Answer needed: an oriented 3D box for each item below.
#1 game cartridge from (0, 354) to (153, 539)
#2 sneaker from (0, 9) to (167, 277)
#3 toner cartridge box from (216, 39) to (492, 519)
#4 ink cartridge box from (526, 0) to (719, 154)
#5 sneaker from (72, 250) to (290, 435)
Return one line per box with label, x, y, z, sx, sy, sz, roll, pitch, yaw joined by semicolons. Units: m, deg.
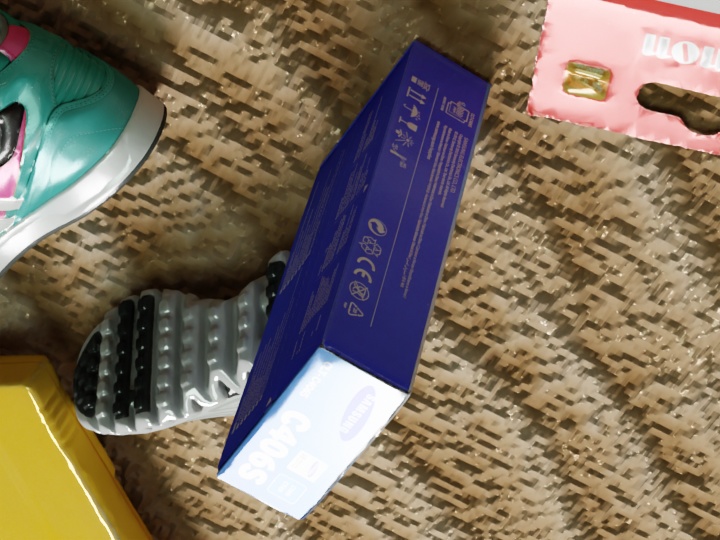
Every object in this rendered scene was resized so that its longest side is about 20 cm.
game cartridge;-0.195;0.127;1.270;0.175;0.033;0.201;-3;127;31
sneaker;-0.197;-0.051;1.093;0.199;0.084;0.121;-35;118;28
toner cartridge box;0.000;0.000;1.001;0.043;0.201;0.095;28;132;-10
ink cartridge box;0.153;-0.115;0.961;0.160;0.050;0.201;13;130;6
sneaker;-0.058;0.045;1.148;0.199;0.076;0.081;-15;150;36
